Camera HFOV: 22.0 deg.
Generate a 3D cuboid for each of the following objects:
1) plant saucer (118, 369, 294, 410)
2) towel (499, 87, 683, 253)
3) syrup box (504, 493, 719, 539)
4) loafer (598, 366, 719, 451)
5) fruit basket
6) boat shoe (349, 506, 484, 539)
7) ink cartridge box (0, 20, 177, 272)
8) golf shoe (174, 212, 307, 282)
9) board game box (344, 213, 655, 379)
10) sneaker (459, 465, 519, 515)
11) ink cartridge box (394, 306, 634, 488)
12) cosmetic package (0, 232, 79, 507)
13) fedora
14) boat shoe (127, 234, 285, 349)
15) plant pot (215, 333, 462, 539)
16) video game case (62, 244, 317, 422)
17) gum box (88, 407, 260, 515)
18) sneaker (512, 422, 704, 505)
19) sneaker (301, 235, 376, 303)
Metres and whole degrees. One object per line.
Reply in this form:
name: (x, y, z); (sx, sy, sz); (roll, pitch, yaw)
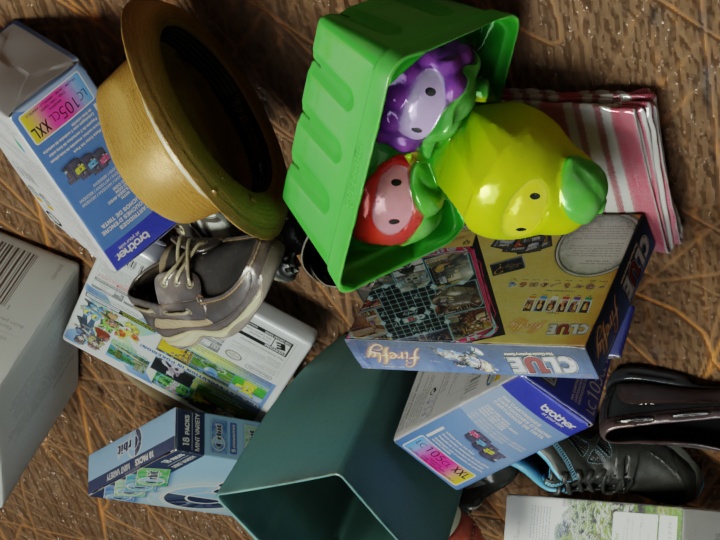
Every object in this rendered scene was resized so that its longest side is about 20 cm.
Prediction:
plant saucer: (-0.149, 0.067, 1.691); (0.199, 0.030, 0.201); (16, 140, 14)
towel: (0.134, -0.078, 1.372); (0.199, 0.030, 0.147); (6, 137, 27)
syrup box: (0.219, 0.239, 1.591); (0.081, 0.079, 0.200); (11, 170, -41)
loafer: (0.289, 0.127, 1.486); (0.199, 0.063, 0.072); (8, 138, 22)
fruit basket: (0.062, -0.076, 1.288); (0.215, 0.155, 0.216); (24, 126, 38)
boat shoe: (0.035, 0.226, 1.624); (0.063, 0.071, 0.200); (46, 155, -28)
ink cartridge box: (-0.228, -0.088, 1.478); (0.136, 0.076, 0.200); (34, 157, 51)
golf shoe: (-0.129, -0.060, 1.497); (0.094, 0.078, 0.200); (-10, 128, 37)
board game box: (0.102, 0.016, 1.367); (0.199, 0.136, 0.035); (1, 136, 33)
sneaker: (0.093, 0.215, 1.672); (0.200, 0.075, 0.116); (-16, 110, 52)
ink cartridge box: (0.127, 0.072, 1.443); (0.076, 0.137, 0.200); (35, 141, -17)
cosmetic package: (-0.369, 0.081, 1.718); (0.164, 0.165, 0.200); (21, 142, 8)
fedora: (-0.132, -0.100, 1.355); (0.082, 0.201, 0.201); (-28, 120, 20)
boat shoe: (-0.130, 0.012, 1.476); (0.073, 0.075, 0.200); (30, 149, -20)
plant pot: (0.004, 0.148, 1.559); (0.141, 0.200, 0.141); (-15, 126, 39)
video game case: (-0.155, 0.057, 1.644); (0.199, 0.022, 0.182); (28, 142, -4)
gum box: (-0.127, 0.183, 1.721); (0.199, 0.045, 0.170); (12, 155, -32)
sneaker: (0.191, 0.165, 1.569); (0.199, 0.082, 0.073); (20, 139, 6)
sneaker: (0.000, 0.000, 1.468); (0.074, 0.106, 0.200); (5, 137, 25)
